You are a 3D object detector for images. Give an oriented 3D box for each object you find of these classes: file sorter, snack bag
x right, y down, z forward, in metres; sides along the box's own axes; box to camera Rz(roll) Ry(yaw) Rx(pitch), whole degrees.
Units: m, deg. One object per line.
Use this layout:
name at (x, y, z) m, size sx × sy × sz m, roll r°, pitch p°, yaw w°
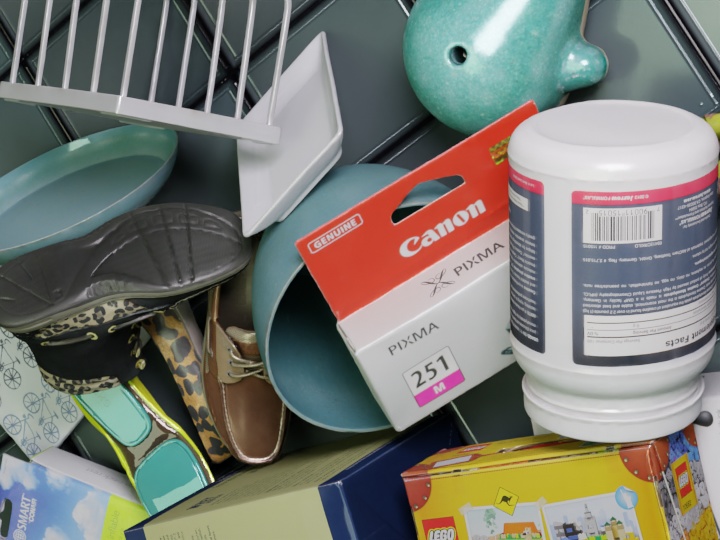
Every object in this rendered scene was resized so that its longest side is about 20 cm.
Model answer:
file sorter at (-0.160, -0.172, 1.528) m, size 0.199 × 0.138 × 0.126 m, roll 13°, pitch 95°, yaw 55°
snack bag at (-0.278, 0.042, 1.751) m, size 0.189 × 0.021 × 0.200 m, roll 50°, pitch 118°, yaw 11°

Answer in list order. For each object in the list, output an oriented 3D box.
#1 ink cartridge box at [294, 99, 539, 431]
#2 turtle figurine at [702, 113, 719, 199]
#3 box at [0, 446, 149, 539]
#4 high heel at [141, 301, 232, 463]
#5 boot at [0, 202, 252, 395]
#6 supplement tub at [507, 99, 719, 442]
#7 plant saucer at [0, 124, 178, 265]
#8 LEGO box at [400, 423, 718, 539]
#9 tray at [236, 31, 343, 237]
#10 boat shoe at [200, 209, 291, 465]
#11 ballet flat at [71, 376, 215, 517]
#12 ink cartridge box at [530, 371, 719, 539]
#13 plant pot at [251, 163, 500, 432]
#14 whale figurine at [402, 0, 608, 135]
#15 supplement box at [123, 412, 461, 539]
ink cartridge box at (0.074, -0.001, 1.436) m, size 0.199 × 0.174 × 0.044 m, roll -31°, pitch 43°, yaw -3°
turtle figurine at (0.273, -0.086, 1.383) m, size 0.161 × 0.064 × 0.202 m, roll -30°, pitch 64°, yaw 38°
box at (-0.218, 0.234, 1.736) m, size 0.199 × 0.048 × 0.123 m, roll 19°, pitch 109°, yaw 17°
high heel at (-0.172, 0.071, 1.665) m, size 0.198 × 0.071 × 0.144 m, roll 16°, pitch 102°, yaw 12°
boot at (-0.174, 0.024, 1.568) m, size 0.202 × 0.154 × 0.074 m, roll -16°, pitch 64°, yaw -2°
supplement tub at (0.169, -0.002, 1.364) m, size 0.139 × 0.140 × 0.202 m, roll 8°, pitch 113°, yaw 26°
plant saucer at (-0.231, -0.056, 1.613) m, size 0.199 × 0.200 × 0.028 m, roll -10°, pitch 116°, yaw 29°
LEGO box at (0.144, 0.193, 1.432) m, size 0.199 × 0.077 × 0.150 m, roll -11°, pitch 95°, yaw 31°
tray at (-0.049, -0.100, 1.512) m, size 0.022 × 0.200 × 0.107 m, roll 36°, pitch 109°, yaw -21°
boat shoe at (-0.090, 0.056, 1.590) m, size 0.075 × 0.072 × 0.202 m, roll -7°, pitch 97°, yaw -5°
ballet flat at (-0.168, 0.144, 1.678) m, size 0.067 × 0.067 × 0.201 m, roll -38°, pitch 83°, yaw 11°
ink cartridge box at (0.237, 0.154, 1.467) m, size 0.198 × 0.086 × 0.148 m, roll -8°, pitch 97°, yaw 28°
plant pot at (0.000, 0.000, 1.517) m, size 0.201 × 0.199 × 0.135 m, roll -64°, pitch 36°, yaw 23°
whale figurine at (0.109, -0.186, 1.449) m, size 0.159 × 0.104 × 0.201 m, roll 43°, pitch 117°, yaw 14°
supplement box at (-0.034, 0.215, 1.556) m, size 0.198 × 0.200 × 0.135 m, roll -16°, pitch 93°, yaw 29°
